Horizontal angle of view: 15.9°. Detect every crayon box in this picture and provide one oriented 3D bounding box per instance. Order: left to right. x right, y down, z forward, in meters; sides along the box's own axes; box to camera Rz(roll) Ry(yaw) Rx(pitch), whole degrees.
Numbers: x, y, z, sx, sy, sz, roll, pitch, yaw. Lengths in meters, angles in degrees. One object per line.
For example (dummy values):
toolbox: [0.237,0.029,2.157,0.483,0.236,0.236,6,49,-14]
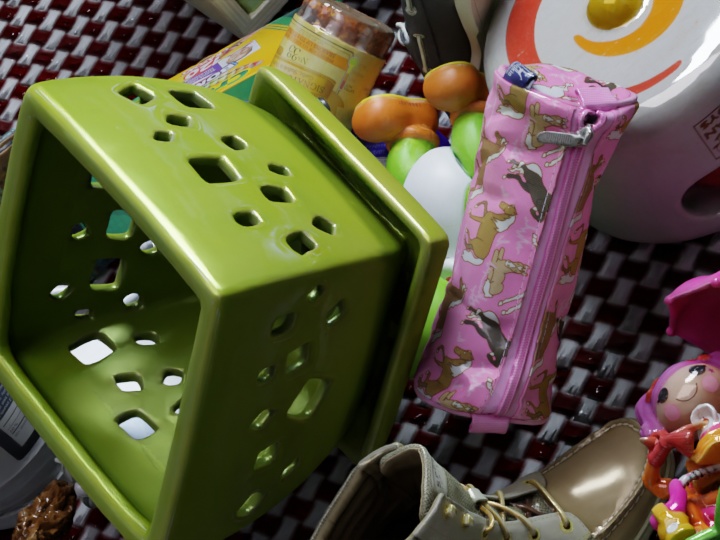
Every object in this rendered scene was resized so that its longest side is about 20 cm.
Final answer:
crayon box: [-0.093,-0.099,1.690,0.200,0.058,0.119,-28,17,14]

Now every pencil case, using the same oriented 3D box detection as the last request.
pencil case: [0.089,-0.012,1.408,0.083,0.087,0.200,20,103,24]

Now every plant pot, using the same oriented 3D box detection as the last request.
plant pot: [-0.074,0.011,1.417,0.181,0.200,0.199,-16,47,-34]

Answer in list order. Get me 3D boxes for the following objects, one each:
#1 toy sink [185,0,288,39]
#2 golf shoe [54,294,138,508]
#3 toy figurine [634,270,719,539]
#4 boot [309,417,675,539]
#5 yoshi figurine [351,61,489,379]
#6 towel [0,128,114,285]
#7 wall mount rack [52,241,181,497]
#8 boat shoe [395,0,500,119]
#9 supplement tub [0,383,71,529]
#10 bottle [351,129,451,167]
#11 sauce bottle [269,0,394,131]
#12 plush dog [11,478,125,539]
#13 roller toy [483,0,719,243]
toy sink: [-0.110,-0.275,1.760,0.130,0.200,0.112,-47,42,-5]
golf shoe: [-0.112,0.062,1.625,0.097,0.078,0.200,10,70,20]
toy figurine: [0.205,0.081,1.361,0.200,0.150,0.184,-40,34,9]
boot: [0.070,0.130,1.382,0.200,0.155,0.072,-43,47,-2]
yoshi figurine: [0.043,-0.017,1.507,0.112,0.112,0.200,-8,73,-4]
towel: [-0.265,0.008,1.698,0.200,0.147,0.022,-40,49,1]
wall mount rack: [-0.147,0.068,1.527,0.200,0.075,0.174,37,53,22]
boat shoe: [0.055,-0.154,1.568,0.063,0.200,0.073,23,68,15]
supplement tub: [-0.269,0.065,1.621,0.140,0.200,0.140,-17,50,22]
bottle: [0.000,0.000,1.585,0.083,0.065,0.200,-9,54,37]
sauce bottle: [-0.047,-0.070,1.585,0.066,0.066,0.200,32,100,43]
plush dog: [-0.146,0.217,1.449,0.160,0.172,0.200,-36,47,7]
roller toy: [0.174,-0.122,1.507,0.200,0.140,0.183,-3,57,31]
